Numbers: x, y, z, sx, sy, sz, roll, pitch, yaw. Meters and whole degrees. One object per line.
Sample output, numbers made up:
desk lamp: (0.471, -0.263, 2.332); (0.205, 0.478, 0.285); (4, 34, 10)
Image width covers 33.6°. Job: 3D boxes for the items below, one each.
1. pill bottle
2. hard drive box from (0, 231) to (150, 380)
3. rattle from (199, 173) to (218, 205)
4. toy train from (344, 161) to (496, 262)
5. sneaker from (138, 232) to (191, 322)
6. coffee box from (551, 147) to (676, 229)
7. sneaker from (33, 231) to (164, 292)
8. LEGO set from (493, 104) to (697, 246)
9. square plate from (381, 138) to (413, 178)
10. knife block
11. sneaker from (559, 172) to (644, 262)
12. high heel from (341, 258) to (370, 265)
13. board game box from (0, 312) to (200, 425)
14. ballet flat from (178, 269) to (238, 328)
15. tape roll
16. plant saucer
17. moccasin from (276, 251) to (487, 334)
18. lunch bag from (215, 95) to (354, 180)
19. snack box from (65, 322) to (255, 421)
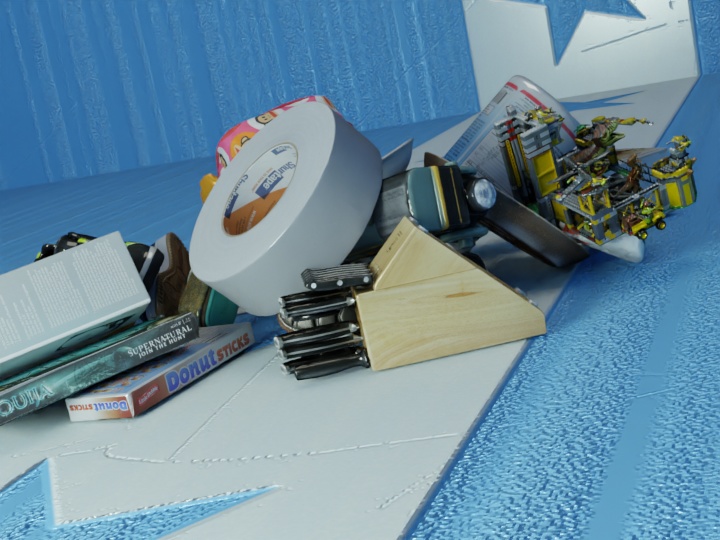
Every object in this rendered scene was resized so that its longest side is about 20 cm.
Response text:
pill bottle: (0.155, -0.117, 1.377); (0.200, 0.109, 0.109); (-49, 10, 5)
hard drive box: (-0.314, 0.050, 1.121); (0.200, 0.077, 0.156); (-23, -6, -23)
rattle: (-0.114, -0.078, 1.591); (0.200, 0.143, 0.130); (-25, -2, -30)
toy train: (0.034, -0.052, 1.139); (0.114, 0.085, 0.200); (-5, -6, -40)
sneaker: (-0.243, 0.037, 1.320); (0.108, 0.070, 0.200); (-28, 26, 8)
coffee box: (0.265, -0.098, 1.443); (0.113, 0.080, 0.200); (-19, 14, -30)
sneaker: (-0.289, -0.002, 1.273); (0.083, 0.072, 0.200); (34, -25, -34)
LEGO set: (0.223, -0.117, 1.156); (0.154, 0.116, 0.200); (-24, 28, -7)
square plate: (-0.032, -0.043, 1.300); (0.200, 0.028, 0.198); (-37, -9, -25)
knife block: (0.033, 0.053, 1.026); (0.200, 0.176, 0.064); (33, 6, -11)
sneaker: (0.252, -0.064, 1.226); (0.077, 0.082, 0.200); (21, 9, -7)
high heel: (0.000, 0.000, 1.232); (0.200, 0.067, 0.096); (-19, 3, -13)
board game box: (-0.256, 0.089, 1.075); (0.200, 0.028, 0.135); (-24, 6, -29)
ballet flat: (-0.139, -0.025, 1.246); (0.071, 0.200, 0.071); (19, -11, 4)
tape roll: (-0.072, -0.059, 1.116); (0.200, 0.066, 0.200); (-36, 33, 28)
plant saucer: (0.143, -0.057, 1.228); (0.200, 0.032, 0.200); (33, 2, -2)
moccasin: (0.019, 0.021, 1.129); (0.201, 0.074, 0.078); (-17, -2, -9)
lunch bag: (-0.075, -0.099, 1.362); (0.176, 0.200, 0.082); (-25, 55, -25)
snack box: (-0.179, 0.090, 1.098); (0.072, 0.024, 0.200); (-6, 12, 29)
